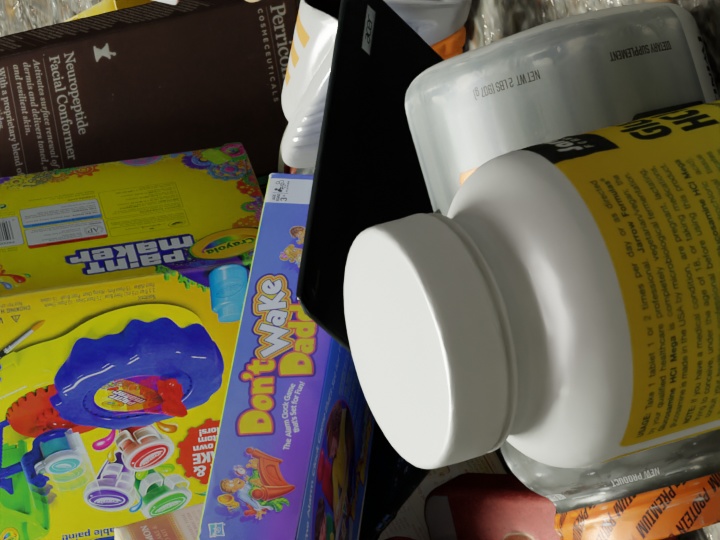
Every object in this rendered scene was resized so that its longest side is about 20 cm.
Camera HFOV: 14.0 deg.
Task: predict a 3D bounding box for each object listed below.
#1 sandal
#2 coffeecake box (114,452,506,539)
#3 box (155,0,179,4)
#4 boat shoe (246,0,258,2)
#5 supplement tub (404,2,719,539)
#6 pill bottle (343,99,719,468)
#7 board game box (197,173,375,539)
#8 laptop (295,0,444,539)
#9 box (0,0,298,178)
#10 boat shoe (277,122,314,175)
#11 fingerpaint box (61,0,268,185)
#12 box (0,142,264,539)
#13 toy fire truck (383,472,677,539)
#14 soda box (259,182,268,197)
[{"bbox_3d":[0.012,-0.126,1.375,0.059,0.079,0.207,66,150,28],"label":"sandal"},{"bbox_3d":[-0.023,0.176,1.485,0.154,0.199,0.073,97,151,-46],"label":"coffeecake box"},{"bbox_3d":[-0.111,-0.255,1.456,0.124,0.097,0.201,120,161,-63],"label":"box"},{"bbox_3d":[-0.018,-0.206,1.401,0.072,0.065,0.200,50,145,16],"label":"boat shoe"},{"bbox_3d":[0.099,0.005,1.150,0.123,0.122,0.201,153,101,-70],"label":"supplement tub"},{"bbox_3d":[0.101,0.004,1.024,0.112,0.199,0.113,47,144,50],"label":"pill bottle"},{"bbox_3d":[-0.028,0.075,1.366,0.135,0.045,0.201,79,-162,-55],"label":"board game box"},{"bbox_3d":[0.000,0.000,1.340,0.200,0.103,0.178,124,158,-56],"label":"laptop"},{"bbox_3d":[-0.129,-0.087,1.588,0.075,0.199,0.101,21,124,63],"label":"box"},{"bbox_3d":[-0.005,0.014,1.523,0.063,0.071,0.201,31,128,59],"label":"boat shoe"},{"bbox_3d":[-0.123,-0.081,1.762,0.200,0.073,0.167,169,86,-70],"label":"fingerpaint box"},{"bbox_3d":[-0.141,0.058,1.507,0.122,0.199,0.193,-113,17,-56],"label":"box"},{"bbox_3d":[0.093,0.186,1.340,0.168,0.112,0.201,-3,102,51],"label":"toy fire truck"},{"bbox_3d":[-0.023,0.052,1.601,0.071,0.063,0.201,-156,55,-65],"label":"soda box"}]
